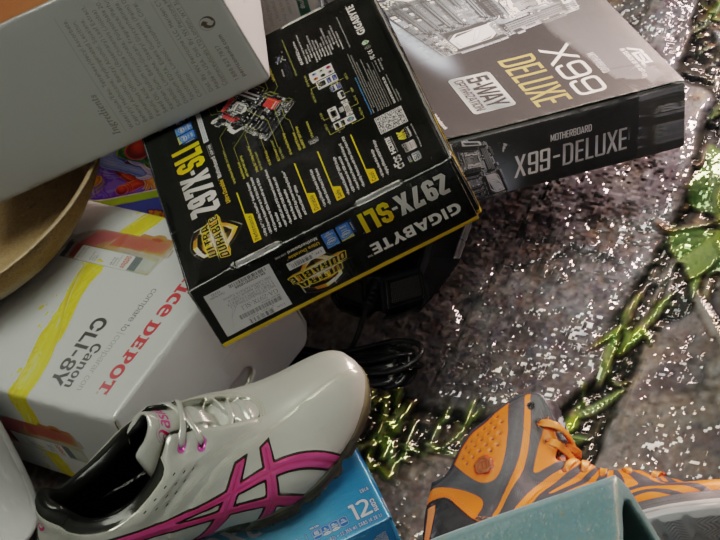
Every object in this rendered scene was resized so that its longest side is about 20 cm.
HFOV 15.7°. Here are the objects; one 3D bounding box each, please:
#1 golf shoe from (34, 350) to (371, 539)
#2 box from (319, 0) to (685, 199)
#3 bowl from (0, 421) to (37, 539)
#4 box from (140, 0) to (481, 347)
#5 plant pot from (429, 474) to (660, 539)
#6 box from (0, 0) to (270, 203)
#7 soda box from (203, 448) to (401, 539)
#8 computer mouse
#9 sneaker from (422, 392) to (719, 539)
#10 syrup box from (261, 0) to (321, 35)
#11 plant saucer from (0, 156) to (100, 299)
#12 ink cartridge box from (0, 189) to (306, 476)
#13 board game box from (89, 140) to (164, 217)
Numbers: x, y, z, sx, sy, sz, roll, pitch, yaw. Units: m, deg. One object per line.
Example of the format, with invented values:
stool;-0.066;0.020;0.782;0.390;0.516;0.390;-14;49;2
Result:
golf shoe;-0.081;0.101;1.391;0.200;0.092;0.073;-35;49;-12
box;0.082;-0.122;1.574;0.158;0.050;0.200;-15;36;-14
bowl;-0.304;0.113;1.476;0.200;0.200;0.075;-31;33;-8
box;-0.035;-0.064;1.462;0.160;0.049;0.200;-29;37;4
plant pot;0.065;0.246;1.257;0.200;0.196;0.196;-14;49;19
box;-0.168;-0.148;1.524;0.200;0.106;0.152;-24;35;10
soda box;-0.077;0.172;1.434;0.200;0.064;0.068;-25;49;-3
computer mouse;0.000;0.000;1.565;0.140;0.046;0.200;-6;50;29
sneaker;0.128;0.113;1.406;0.200;0.078;0.112;-10;52;10
syrup box;-0.089;-0.191;1.655;0.200;0.081;0.079;-13;51;2
plant saucer;-0.233;-0.032;1.559;0.200;0.035;0.200;-21;37;17
ink cartridge box;-0.153;0.040;1.525;0.200;0.083;0.145;13;56;40
board game box;-0.139;-0.106;1.686;0.134;0.045;0.200;-11;51;9
